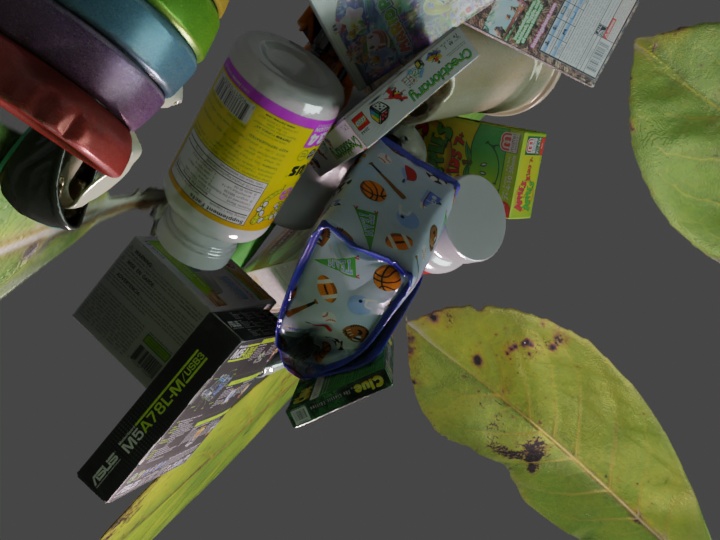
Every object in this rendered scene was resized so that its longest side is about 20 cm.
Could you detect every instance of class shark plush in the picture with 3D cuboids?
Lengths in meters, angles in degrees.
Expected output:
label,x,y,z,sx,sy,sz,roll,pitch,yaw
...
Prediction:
label,x,y,z,sx,sy,sz,roll,pitch,yaw
shark plush,0.033,-0.126,0.984,0.083,0.091,0.200,-22,-173,13

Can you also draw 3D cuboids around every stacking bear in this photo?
label,x,y,z,sx,sy,sz,roll,pitch,yaw
stacking bear,-0.108,-0.157,0.416,0.201,0.121,0.114,-57,171,-6

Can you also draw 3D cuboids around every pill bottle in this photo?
label,x,y,z,sx,sy,sz,roll,pitch,yaw
pill bottle,-0.103,-0.096,0.735,0.200,0.104,0.104,-54,172,30
pill bottle,0.063,-0.052,0.988,0.116,0.116,0.200,-46,-157,-30

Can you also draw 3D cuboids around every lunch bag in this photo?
label,x,y,z,sx,sy,sz,roll,pitch,yaw
lunch bag,0.000,0.000,0.852,0.200,0.123,0.170,-58,180,42

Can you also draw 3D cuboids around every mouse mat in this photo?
label,x,y,z,sx,sy,sz,roll,pitch,yaw
mouse mat,-0.146,-0.046,1.112,0.200,0.008,0.161,-53,173,12

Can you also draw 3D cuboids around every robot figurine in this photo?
label,x,y,z,sx,sy,sz,roll,pitch,yaw
robot figurine,-0.041,-0.190,0.823,0.145,0.058,0.200,-42,170,-51

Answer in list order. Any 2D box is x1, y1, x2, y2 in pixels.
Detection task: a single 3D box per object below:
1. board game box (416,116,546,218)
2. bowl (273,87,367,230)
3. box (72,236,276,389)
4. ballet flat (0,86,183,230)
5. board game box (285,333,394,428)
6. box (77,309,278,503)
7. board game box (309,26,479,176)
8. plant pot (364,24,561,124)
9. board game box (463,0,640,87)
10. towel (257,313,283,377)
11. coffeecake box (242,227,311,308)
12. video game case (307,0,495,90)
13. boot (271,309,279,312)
label,x,y,z,sx,sy,sz,roll,pitch,yaw
board game box,0.123,-0.136,1.048,0.047,0.199,0.102,-7,111,-45
bowl,-0.025,-0.145,1.065,0.200,0.075,0.200,-48,172,-38
box,-0.183,0.039,0.886,0.101,0.112,0.200,-49,172,8
ballet flat,-0.151,-0.108,0.528,0.200,0.068,0.068,-53,172,20
board game box,-0.015,0.103,0.885,0.104,0.024,0.200,-22,-173,6
box,-0.162,0.123,0.836,0.193,0.047,0.200,-52,172,4
board game box,0.019,-0.148,0.780,0.126,0.035,0.200,-41,-171,-10
plant pot,0.100,-0.251,0.960,0.183,0.201,0.201,-28,160,-40
board game box,0.163,-0.294,0.810,0.160,0.199,0.097,-63,-158,17
towel,-0.078,0.079,1.057,0.199,0.048,0.171,-24,-173,-32
coffeecake box,-0.052,-0.030,1.160,0.154,0.073,0.200,-48,-160,-30
video game case,0.052,-0.256,0.708,0.199,0.018,0.143,-33,139,2
boot,-0.082,0.005,1.337,0.146,0.071,0.200,-9,-165,47
